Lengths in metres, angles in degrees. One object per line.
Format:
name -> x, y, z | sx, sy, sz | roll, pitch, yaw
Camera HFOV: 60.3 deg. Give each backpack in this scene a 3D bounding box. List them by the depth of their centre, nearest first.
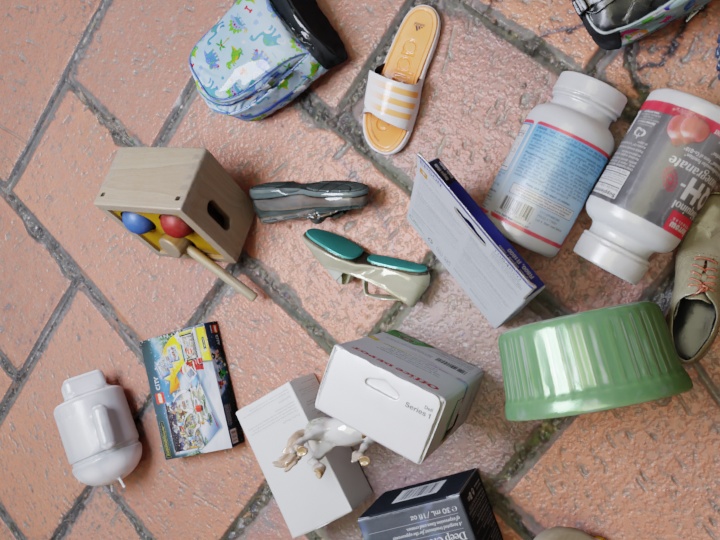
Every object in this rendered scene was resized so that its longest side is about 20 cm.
backpack -> 0.323, -0.358, 0.673 | 0.199, 0.150, 0.178 | -27, 83, 29
backpack -> -0.148, -0.309, 0.897 | 0.200, 0.154, 0.164 | -34, 85, 34

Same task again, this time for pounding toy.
pounding toy -> -0.254, -0.066, 0.924 | 0.183, 0.200, 0.143 | 6, 65, 23

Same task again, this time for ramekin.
ramekin -> 0.251, 0.100, 0.694 | 0.199, 0.200, 0.098 | -16, 78, 23

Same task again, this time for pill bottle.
pill bottle -> 0.327, -0.090, 0.699 | 0.110, 0.111, 0.201 | 32, 103, 20
pill bottle -> 0.230, -0.126, 0.742 | 0.108, 0.109, 0.201 | 30, 103, 20

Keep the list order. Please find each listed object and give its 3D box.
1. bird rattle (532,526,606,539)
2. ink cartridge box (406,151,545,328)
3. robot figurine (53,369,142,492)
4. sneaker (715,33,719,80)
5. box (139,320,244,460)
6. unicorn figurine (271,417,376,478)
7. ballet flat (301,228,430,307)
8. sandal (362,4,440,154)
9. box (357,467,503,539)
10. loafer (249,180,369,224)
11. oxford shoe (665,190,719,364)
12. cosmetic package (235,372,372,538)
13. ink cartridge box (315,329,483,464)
bird rattle -> 0.239, 0.390, 0.730 | 0.199, 0.113, 0.164 | 8, 64, -13
ink cartridge box -> 0.134, -0.036, 0.743 | 0.041, 0.200, 0.200 | -35, 77, -9
robot figurine -> -0.439, 0.272, 1.040 | 0.170, 0.113, 0.201 | -38, 72, 59
sneaker -> 0.449, -0.206, 0.673 | 0.085, 0.077, 0.201 | -12, 94, 13
box -> -0.275, 0.195, 1.007 | 0.136, 0.038, 0.201 | -16, 85, 23
unicorn figurine -> -0.006, 0.215, 0.808 | 0.199, 0.137, 0.074 | 2, 97, 8
ballet flat -> 0.000, 0.000, 0.872 | 0.199, 0.069, 0.070 | 21, 99, 22
sandal -> 0.046, -0.265, 0.845 | 0.079, 0.059, 0.208 | 21, 99, 22
box -> 0.109, 0.386, 0.807 | 0.148, 0.107, 0.201 | -23, 83, 22
loafer -> -0.072, -0.096, 0.906 | 0.199, 0.072, 0.063 | 6, 113, 30
oxford shoe -> 0.388, 0.010, 0.694 | 0.070, 0.075, 0.201 | 9, 95, 23
cosmetic package -> -0.082, 0.266, 0.903 | 0.113, 0.081, 0.201 | -30, 81, 21
ink cartridge box -> 0.055, 0.147, 0.774 | 0.144, 0.200, 0.084 | 23, 99, 21
